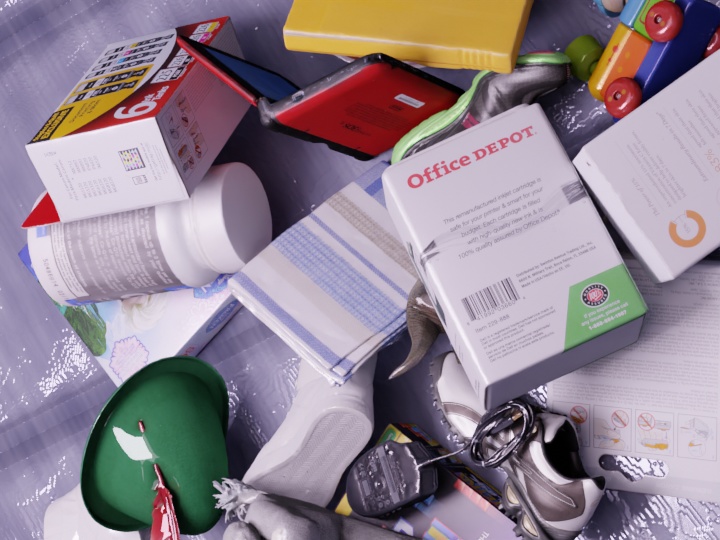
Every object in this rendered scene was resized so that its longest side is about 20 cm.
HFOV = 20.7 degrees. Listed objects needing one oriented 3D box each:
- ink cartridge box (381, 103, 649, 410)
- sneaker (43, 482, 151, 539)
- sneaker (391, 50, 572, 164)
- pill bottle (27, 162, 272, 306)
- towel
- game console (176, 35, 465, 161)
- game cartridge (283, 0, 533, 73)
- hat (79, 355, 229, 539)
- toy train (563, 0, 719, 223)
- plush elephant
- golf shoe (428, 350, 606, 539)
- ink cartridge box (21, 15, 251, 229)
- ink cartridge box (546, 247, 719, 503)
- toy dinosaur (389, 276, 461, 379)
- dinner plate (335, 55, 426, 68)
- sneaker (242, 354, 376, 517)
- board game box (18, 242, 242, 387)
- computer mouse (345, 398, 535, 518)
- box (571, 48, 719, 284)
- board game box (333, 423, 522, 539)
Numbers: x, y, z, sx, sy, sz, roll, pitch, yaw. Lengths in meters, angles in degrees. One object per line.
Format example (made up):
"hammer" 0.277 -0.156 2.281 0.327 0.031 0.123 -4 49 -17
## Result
"ink cartridge box" 0.122 -0.012 1.591 0.145 0.084 0.201 -24 72 -4
"sneaker" -0.228 0.286 1.840 0.115 0.074 0.201 -35 63 22
"sneaker" 0.114 -0.119 1.695 0.200 0.077 0.084 -40 66 36
"pill bottle" -0.188 -0.035 1.773 0.199 0.114 0.115 -8 82 25
"towel" 0.000 0.000 1.713 0.147 0.024 0.200 39 63 23
"game console" -0.029 -0.172 1.705 0.172 0.200 0.119 -26 75 22
"game cartridge" 0.051 -0.247 1.690 0.199 0.033 0.177 9 53 13
"hat" -0.134 0.200 1.723 0.176 0.165 0.201 31 115 41
"toy train" 0.212 -0.155 1.661 0.116 0.084 0.201 41 111 40
"plush elephant" -0.073 0.271 1.651 0.199 0.164 0.156 14 88 45
"golf shoe" 0.137 0.134 1.652 0.095 0.078 0.200 -49 64 30
"ink cartridge box" -0.208 -0.131 1.746 0.175 0.200 0.084 -10 118 23
"ink cartridge box" 0.237 0.084 1.649 0.161 0.050 0.201 5 105 26
"toy dinosaur" 0.089 0.023 1.666 0.200 0.077 0.102 -41 71 -9
"dinner plate" 0.039 -0.264 1.755 0.199 0.024 0.201 -4 70 10
"sneaker" -0.042 0.138 1.757 0.200 0.073 0.116 -48 24 40
"board game box" -0.201 -0.013 1.864 0.200 0.041 0.200 -47 68 15
"computer mouse" 0.068 0.157 1.647 0.199 0.034 0.059 -26 69 31
"box" 0.283 -0.097 1.553 0.200 0.097 0.125 -35 87 -2
"board game box" 0.044 0.261 1.711 0.165 0.057 0.201 36 101 26
